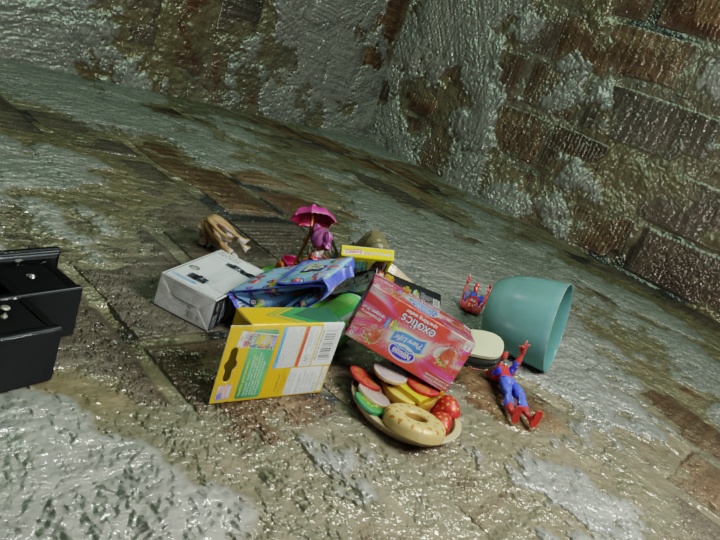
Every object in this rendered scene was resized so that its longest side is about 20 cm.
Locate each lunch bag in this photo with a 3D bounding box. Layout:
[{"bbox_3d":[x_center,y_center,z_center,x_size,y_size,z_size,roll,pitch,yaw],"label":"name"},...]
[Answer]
[{"bbox_3d":[-0.100,0.033,1.083,0.197,0.095,0.150,-17,8,20],"label":"lunch bag"}]

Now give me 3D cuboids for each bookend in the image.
[{"bbox_3d":[-0.435,0.060,0.807,0.199,0.093,0.198,31,21,26],"label":"bookend"}]

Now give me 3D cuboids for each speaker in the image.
[{"bbox_3d":[-0.052,0.098,1.128,0.088,0.090,0.200,26,19,17],"label":"speaker"}]

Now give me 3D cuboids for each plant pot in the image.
[{"bbox_3d":[0.367,0.105,1.408,0.159,0.204,0.200,17,15,27],"label":"plant pot"}]

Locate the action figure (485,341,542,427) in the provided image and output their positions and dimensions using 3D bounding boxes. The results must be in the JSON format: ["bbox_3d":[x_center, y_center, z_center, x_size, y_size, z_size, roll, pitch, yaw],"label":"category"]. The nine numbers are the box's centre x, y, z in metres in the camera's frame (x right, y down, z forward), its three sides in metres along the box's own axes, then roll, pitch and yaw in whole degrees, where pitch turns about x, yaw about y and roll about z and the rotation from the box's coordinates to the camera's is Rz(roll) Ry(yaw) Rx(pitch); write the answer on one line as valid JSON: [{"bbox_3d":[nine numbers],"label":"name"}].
[{"bbox_3d":[0.293,0.197,1.191,0.064,0.100,0.200,17,16,-13],"label":"action figure"}]

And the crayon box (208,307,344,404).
[{"bbox_3d":[-0.129,0.120,0.917,0.198,0.127,0.051,3,24,-43],"label":"crayon box"}]

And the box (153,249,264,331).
[{"bbox_3d":[-0.262,0.030,1.128,0.115,0.061,0.200,25,19,12],"label":"box"}]

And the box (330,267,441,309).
[{"bbox_3d":[0.051,0.049,1.269,0.136,0.041,0.199,-12,-25,43],"label":"box"}]

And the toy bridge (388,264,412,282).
[{"bbox_3d":[0.067,0.003,1.495,0.199,0.027,0.067,34,-14,-7],"label":"toy bridge"}]

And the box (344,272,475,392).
[{"bbox_3d":[0.083,0.102,1.052,0.198,0.101,0.096,31,12,-2],"label":"box"}]

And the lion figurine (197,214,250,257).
[{"bbox_3d":[-0.290,-0.080,1.297,0.123,0.072,0.200,46,-18,0],"label":"lion figurine"}]

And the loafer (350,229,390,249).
[{"bbox_3d":[-0.003,-0.018,1.346,0.075,0.199,0.068,25,47,-30],"label":"loafer"}]

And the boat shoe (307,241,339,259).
[{"bbox_3d":[-0.092,-0.042,1.478,0.073,0.077,0.200,-23,1,1],"label":"boat shoe"}]

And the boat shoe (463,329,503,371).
[{"bbox_3d":[0.159,0.131,1.146,0.198,0.064,0.074,16,52,9],"label":"boat shoe"}]

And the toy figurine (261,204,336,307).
[{"bbox_3d":[-0.105,-0.038,1.291,0.148,0.186,0.200,6,24,-37],"label":"toy figurine"}]

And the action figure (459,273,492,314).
[{"bbox_3d":[0.309,0.052,1.633,0.065,0.100,0.200,24,21,16],"label":"action figure"}]

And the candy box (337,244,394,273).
[{"bbox_3d":[0.000,0.000,1.247,0.100,0.027,0.200,7,-20,-5],"label":"candy box"}]

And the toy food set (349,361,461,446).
[{"bbox_3d":[0.073,0.209,1.010,0.197,0.049,0.199,32,22,30],"label":"toy food set"}]
